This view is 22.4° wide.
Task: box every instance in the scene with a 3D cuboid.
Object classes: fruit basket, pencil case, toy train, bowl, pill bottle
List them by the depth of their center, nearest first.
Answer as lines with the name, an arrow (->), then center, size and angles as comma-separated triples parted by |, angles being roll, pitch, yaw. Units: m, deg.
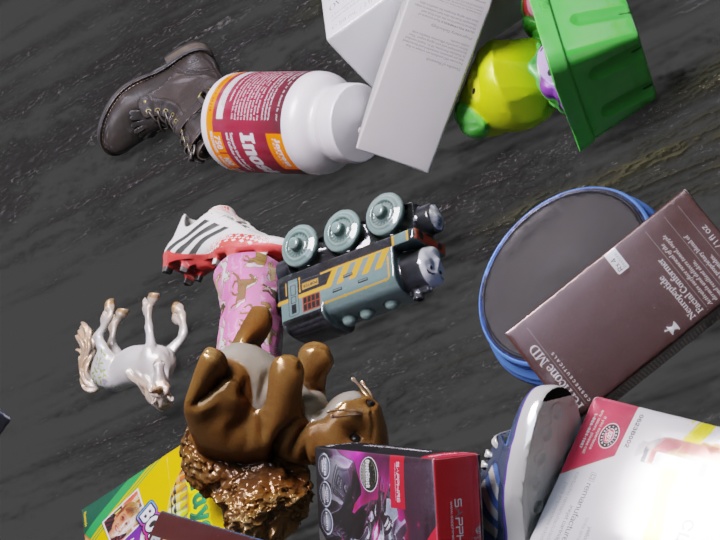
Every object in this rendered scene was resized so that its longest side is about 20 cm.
bowl -> 0.195, 0.012, 1.669 | 0.200, 0.039, 0.201 | -24, 47, 29
fruit basket -> 0.174, -0.213, 1.787 | 0.215, 0.156, 0.216 | -12, 49, 14
toy train -> 0.000, 0.000, 1.831 | 0.199, 0.085, 0.115 | -20, 61, 29
pencil case -> -0.116, 0.079, 1.869 | 0.082, 0.087, 0.201 | -15, 50, 17
pill bottle -> -0.072, -0.162, 1.984 | 0.199, 0.113, 0.113 | 5, 64, 45

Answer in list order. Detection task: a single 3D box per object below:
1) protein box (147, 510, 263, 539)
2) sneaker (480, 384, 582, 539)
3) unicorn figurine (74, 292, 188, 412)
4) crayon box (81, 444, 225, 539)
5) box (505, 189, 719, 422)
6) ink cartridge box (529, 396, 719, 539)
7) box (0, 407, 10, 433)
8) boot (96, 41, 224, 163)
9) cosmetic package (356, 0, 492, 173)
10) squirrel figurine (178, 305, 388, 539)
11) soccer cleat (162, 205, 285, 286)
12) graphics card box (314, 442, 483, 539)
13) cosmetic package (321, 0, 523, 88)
protein box -> -0.073, 0.321, 1.562 | 0.199, 0.198, 0.135 | 8, 67, 45
sneaker -> 0.107, 0.181, 1.545 | 0.146, 0.080, 0.201 | 16, 107, 45
unicorn figurine -> -0.242, 0.095, 1.993 | 0.200, 0.074, 0.138 | -21, 57, 50
crayon box -> -0.189, 0.283, 1.804 | 0.172, 0.058, 0.201 | -35, 43, 18
box -> 0.233, 0.033, 1.551 | 0.200, 0.075, 0.100 | -40, 75, 7
ink cartridge box -> 0.254, 0.196, 1.444 | 0.199, 0.083, 0.146 | 12, 69, 46
box -> -0.552, 0.190, 2.100 | 0.200, 0.197, 0.117 | -55, 40, -5
boot -> -0.220, -0.179, 2.167 | 0.200, 0.069, 0.174 | -42, 41, 7
cosmetic package -> 0.066, -0.215, 1.828 | 0.108, 0.084, 0.201 | -78, 6, -61
squirrel figurine -> -0.070, 0.163, 1.715 | 0.186, 0.142, 0.201 | 25, 107, 9
soccer cleat -> -0.141, -0.034, 1.990 | 0.199, 0.069, 0.086 | -7, 61, 45
graphics card box -> 0.031, 0.214, 1.553 | 0.200, 0.051, 0.126 | -2, 91, 60
cosmetic package -> 0.066, -0.323, 1.958 | 0.199, 0.123, 0.200 | -33, 36, 20
